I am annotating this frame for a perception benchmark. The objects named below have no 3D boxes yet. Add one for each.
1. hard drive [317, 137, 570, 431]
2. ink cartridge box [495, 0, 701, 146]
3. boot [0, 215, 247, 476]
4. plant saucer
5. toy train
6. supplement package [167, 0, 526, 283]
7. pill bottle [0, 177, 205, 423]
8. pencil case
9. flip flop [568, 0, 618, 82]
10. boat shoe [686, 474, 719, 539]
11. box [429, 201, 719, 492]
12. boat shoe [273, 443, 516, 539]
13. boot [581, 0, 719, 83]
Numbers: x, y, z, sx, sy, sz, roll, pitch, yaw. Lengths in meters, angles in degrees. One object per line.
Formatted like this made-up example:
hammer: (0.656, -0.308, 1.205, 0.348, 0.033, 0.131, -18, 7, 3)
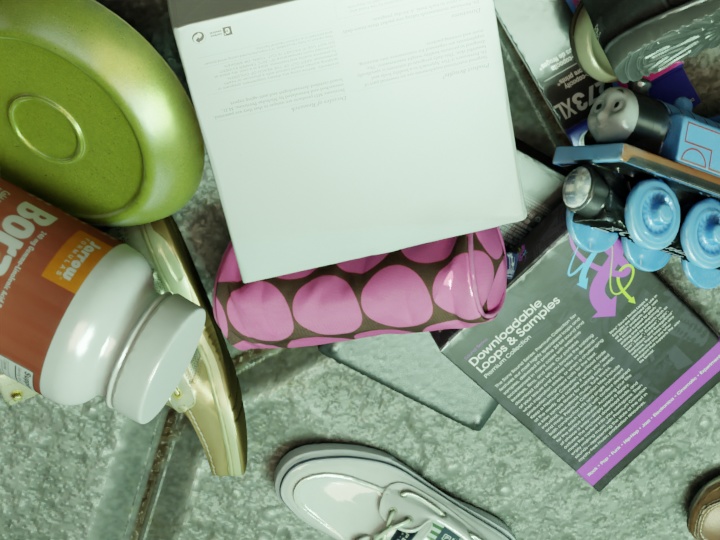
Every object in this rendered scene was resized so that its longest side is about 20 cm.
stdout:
hard drive: (0.078, 0.004, 1.476, 0.139, 0.033, 0.200, 27, 109, -18)
ink cartridge box: (0.149, -0.164, 1.407, 0.094, 0.037, 0.200, -30, 116, 7)
boot: (-0.171, 0.070, 1.457, 0.154, 0.072, 0.201, -19, 108, 2)
plant saucer: (-0.194, -0.098, 1.337, 0.199, 0.031, 0.200, 19, 140, 16)
toy train: (0.217, -0.056, 1.396, 0.199, 0.087, 0.115, 16, 79, -34)
supplement package: (-0.011, -0.130, 1.318, 0.190, 0.147, 0.200, -12, 130, 0)
pill bottle: (-0.206, 0.016, 1.353, 0.199, 0.112, 0.112, 27, 111, 8)
pencil case: (0.000, 0.000, 1.406, 0.199, 0.094, 0.091, -7, 161, 22)
flip flop: (0.214, -0.203, 1.361, 0.200, 0.058, 0.081, -48, 114, -11)
boat shoe: (0.345, 0.191, 1.569, 0.199, 0.072, 0.076, 1, 114, -7)
box: (0.160, 0.053, 1.478, 0.143, 0.036, 0.200, -43, 126, 8)
boat shoe: (0.032, 0.186, 1.535, 0.199, 0.067, 0.074, 20, 111, -14)
boot: (0.189, -0.237, 1.313, 0.164, 0.201, 0.066, -21, 160, -7)
